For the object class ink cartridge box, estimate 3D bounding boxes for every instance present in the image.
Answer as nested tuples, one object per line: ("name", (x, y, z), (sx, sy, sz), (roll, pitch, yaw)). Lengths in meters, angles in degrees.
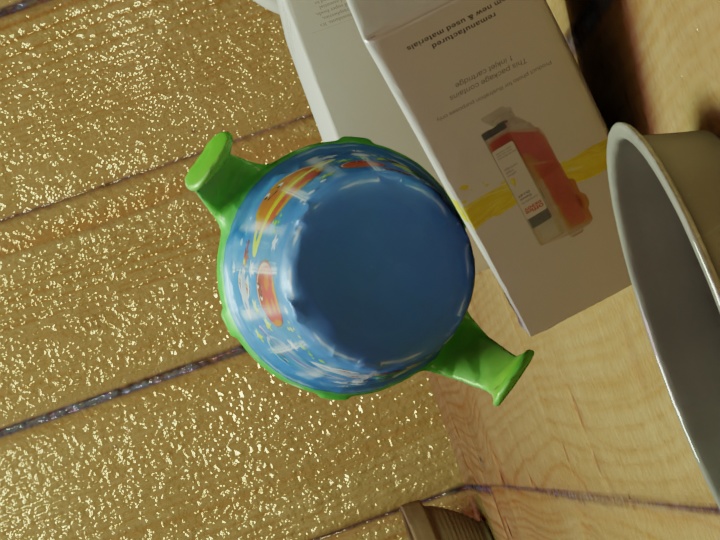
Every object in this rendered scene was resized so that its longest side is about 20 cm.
("ink cartridge box", (0.061, -0.091, 1.284), (0.200, 0.083, 0.145), (60, -175, -38))

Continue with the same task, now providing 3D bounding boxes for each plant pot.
("plant pot", (0.121, 0.361, 3.179), (0.201, 0.093, 0.201), (160, 90, -87))

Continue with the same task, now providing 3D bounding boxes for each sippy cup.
("sippy cup", (0.000, 0.000, 1.348), (0.130, 0.177, 0.140), (-172, 81, -81))

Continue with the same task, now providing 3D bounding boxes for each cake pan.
("cake pan", (0.153, 0.028, 1.100), (0.200, 0.037, 0.201), (161, 90, -87))

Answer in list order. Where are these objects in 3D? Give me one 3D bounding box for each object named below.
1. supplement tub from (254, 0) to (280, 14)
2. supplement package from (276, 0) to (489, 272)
("supplement tub", (-0.042, -0.265, 1.813), (0.200, 0.140, 0.141), (-115, 7, -61))
("supplement package", (0.033, -0.104, 1.632), (0.120, 0.121, 0.200), (78, 173, -63))
